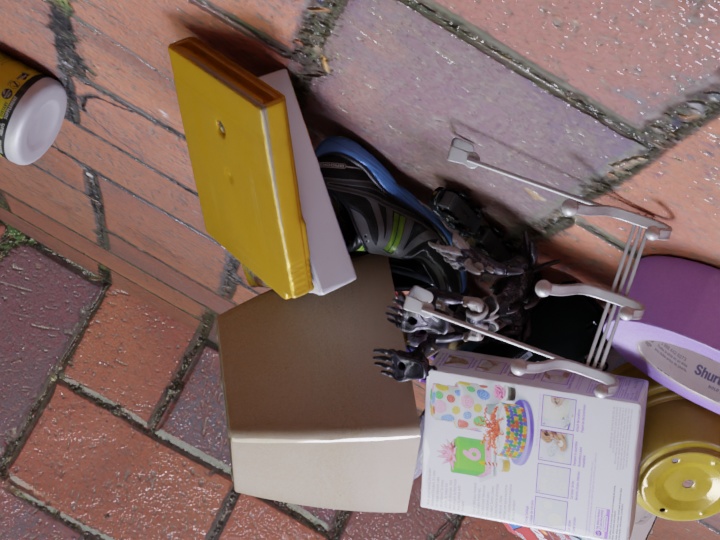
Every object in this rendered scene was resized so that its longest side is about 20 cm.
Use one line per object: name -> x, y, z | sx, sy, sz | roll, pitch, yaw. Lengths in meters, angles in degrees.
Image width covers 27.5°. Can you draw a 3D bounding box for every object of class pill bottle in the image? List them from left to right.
pill bottle -> -0.468, -0.219, 1.790 | 0.199, 0.113, 0.113 | 27, 168, 11

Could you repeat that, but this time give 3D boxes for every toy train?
toy train -> 0.121, -0.023, 1.407 | 0.046, 0.034, 0.200 | 25, 168, 42

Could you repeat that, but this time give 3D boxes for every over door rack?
over door rack -> 0.131, 0.000, 1.175 | 0.199, 0.149, 0.066 | 24, -161, 22

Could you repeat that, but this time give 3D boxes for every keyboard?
keyboard -> 0.167, 0.093, 1.480 | 0.104, 0.200, 0.040 | 44, -156, -17

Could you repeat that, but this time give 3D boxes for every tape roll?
tape roll -> 0.310, 0.066, 1.255 | 0.199, 0.066, 0.200 | 28, 169, 6

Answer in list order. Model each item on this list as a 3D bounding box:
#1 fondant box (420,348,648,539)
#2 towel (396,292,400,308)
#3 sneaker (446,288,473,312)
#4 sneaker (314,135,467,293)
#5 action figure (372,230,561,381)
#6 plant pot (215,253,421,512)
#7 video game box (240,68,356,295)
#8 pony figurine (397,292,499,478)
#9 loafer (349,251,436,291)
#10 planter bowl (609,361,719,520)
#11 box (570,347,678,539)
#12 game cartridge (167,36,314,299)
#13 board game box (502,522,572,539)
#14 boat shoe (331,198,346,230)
fondant box -> 0.158, 0.161, 1.355 | 0.198, 0.146, 0.058 | 8, -158, 15
towel -> -0.016, 0.001, 1.877 | 0.143, 0.023, 0.200 | 23, 166, 37
sneaker -> 0.133, 0.060, 1.651 | 0.113, 0.076, 0.200 | 16, 161, 11
sneaker -> 0.022, -0.041, 1.400 | 0.199, 0.083, 0.071 | 41, 174, -18
action figure -> 0.096, 0.025, 1.342 | 0.102, 0.199, 0.120 | 28, 126, 34
plant pot -> -0.049, 0.122, 1.454 | 0.175, 0.202, 0.201 | -6, 150, -7
video game box -> -0.087, -0.080, 1.372 | 0.182, 0.046, 0.202 | 3, 114, 62
pony figurine -> 0.114, 0.122, 1.572 | 0.198, 0.195, 0.167 | 6, -157, 7
loafer -> 0.000, 0.000, 1.546 | 0.199, 0.071, 0.068 | -8, 148, 32
planter bowl -> 0.307, 0.177, 1.397 | 0.198, 0.084, 0.202 | 2, 128, 3
box -> 0.260, 0.193, 1.578 | 0.096, 0.201, 0.176 | 32, 169, -18
game cartridge -> -0.105, -0.090, 1.313 | 0.176, 0.032, 0.202 | 38, 145, 47
board game box -> 0.148, 0.222, 1.501 | 0.103, 0.019, 0.201 | 21, 152, 51
boat shoe -> -0.040, -0.041, 1.628 | 0.201, 0.073, 0.065 | 63, -174, -46
